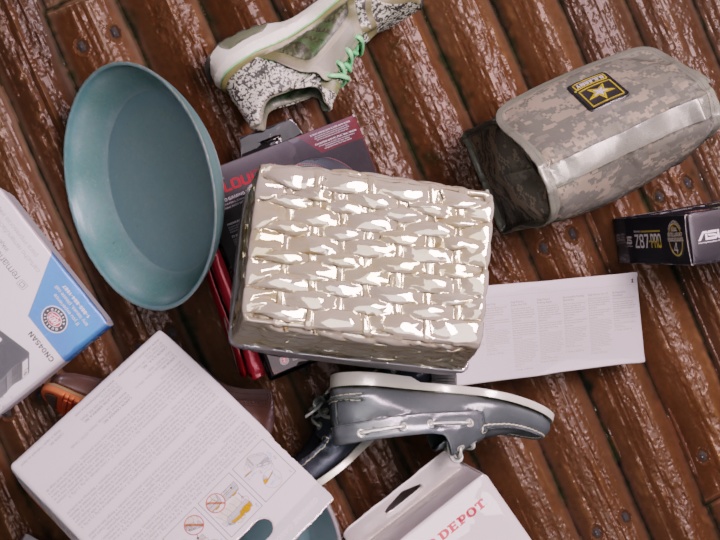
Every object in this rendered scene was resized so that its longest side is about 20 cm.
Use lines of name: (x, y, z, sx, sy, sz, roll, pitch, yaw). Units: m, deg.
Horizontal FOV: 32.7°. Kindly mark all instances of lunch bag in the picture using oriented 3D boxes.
lunch bag: (0.193, -0.110, 1.037, 0.162, 0.200, 0.119, -23, 93, -8)

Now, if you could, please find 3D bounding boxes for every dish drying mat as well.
dish drying mat: (-0.126, -0.004, 1.041, 0.018, 0.077, 0.202, -21, 93, -11)

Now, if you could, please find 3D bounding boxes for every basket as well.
basket: (0.000, 0.000, 0.946, 0.197, 0.123, 0.138, 6, 81, -4)

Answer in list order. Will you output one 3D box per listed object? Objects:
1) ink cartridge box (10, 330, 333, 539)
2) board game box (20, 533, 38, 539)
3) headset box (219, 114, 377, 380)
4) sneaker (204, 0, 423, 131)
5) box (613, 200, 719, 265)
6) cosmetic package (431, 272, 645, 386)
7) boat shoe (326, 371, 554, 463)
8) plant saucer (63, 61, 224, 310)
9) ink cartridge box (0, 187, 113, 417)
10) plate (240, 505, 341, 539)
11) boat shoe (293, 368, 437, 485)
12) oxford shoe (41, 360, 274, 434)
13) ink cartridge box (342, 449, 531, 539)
ink cartridge box: (-0.144, 0.168, 0.948, 0.200, 0.050, 0.162, 42, 68, 13)
board game box: (-0.250, 0.326, 0.967, 0.134, 0.034, 0.201, 31, 41, -14)
headset box: (-0.046, -0.028, 1.046, 0.147, 0.075, 0.202, -20, 84, -8)
sneaker: (-0.029, -0.179, 1.055, 0.198, 0.077, 0.089, -25, 76, -2)
box: (0.346, -0.040, 1.082, 0.197, 0.161, 0.050, -9, 91, -9)
cosmetic package: (0.155, 0.049, 1.079, 0.198, 0.050, 0.084, -4, 90, -26)
boat shoe: (0.066, 0.128, 1.016, 0.197, 0.073, 0.063, 11, 73, -17)
plant saucer: (-0.171, -0.070, 0.999, 0.036, 0.199, 0.203, -18, 92, -45)
ink cartridge box: (-0.324, 0.052, 1.002, 0.199, 0.084, 0.145, -40, 95, -8)
plate: (-0.106, 0.219, 1.031, 0.197, 0.026, 0.203, 6, 113, 15)
boat shoe: (-0.009, 0.125, 1.061, 0.199, 0.075, 0.062, -38, 97, -10)
oxford shoe: (-0.170, 0.112, 1.047, 0.198, 0.071, 0.074, 16, 64, -11)
ink cartridge box: (0.083, 0.261, 1.049, 0.128, 0.125, 0.201, -35, 95, -9)
